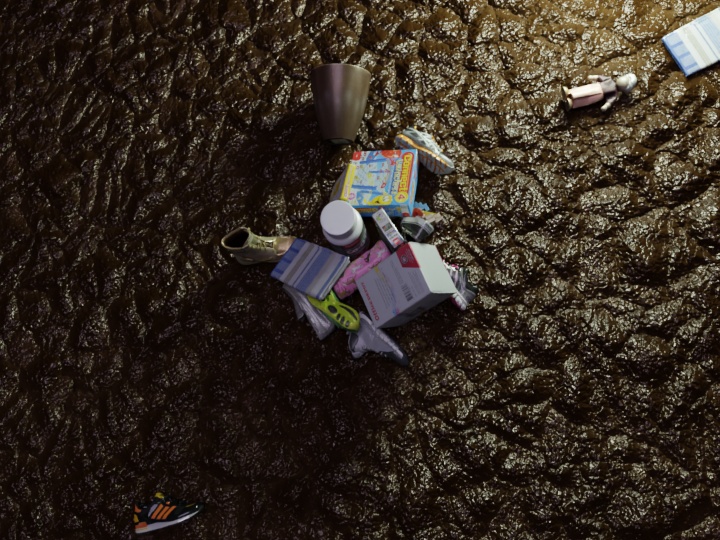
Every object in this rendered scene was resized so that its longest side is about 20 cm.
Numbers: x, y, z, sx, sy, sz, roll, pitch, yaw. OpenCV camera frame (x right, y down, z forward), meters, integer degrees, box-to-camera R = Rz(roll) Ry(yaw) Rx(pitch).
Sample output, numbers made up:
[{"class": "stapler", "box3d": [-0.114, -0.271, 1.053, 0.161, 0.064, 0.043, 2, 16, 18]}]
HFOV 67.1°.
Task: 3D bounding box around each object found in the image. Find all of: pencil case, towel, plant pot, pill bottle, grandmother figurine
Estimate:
[{"class": "pencil case", "box3d": [0.000, 0.000, 1.534, 0.199, 0.087, 0.083, -35, 96, -1]}, {"class": "towel", "box3d": [-0.142, -0.007, 1.514, 0.198, 0.024, 0.148, 22, 67, 31]}, {"class": "plant pot", "box3d": [-0.062, -0.488, 1.638, 0.184, 0.187, 0.203, 1, 90, 10]}, {"class": "pill bottle", "box3d": [-0.043, -0.111, 1.508, 0.112, 0.200, 0.116, -3, 75, 10]}, {"class": "grandmother figurine", "box3d": [0.691, -0.514, 1.558, 0.197, 0.061, 0.123, -15, 82, 9]}, {"class": "towel", "box3d": [0.991, -0.657, 1.559, 0.198, 0.024, 0.148, -26, 75, 5]}]

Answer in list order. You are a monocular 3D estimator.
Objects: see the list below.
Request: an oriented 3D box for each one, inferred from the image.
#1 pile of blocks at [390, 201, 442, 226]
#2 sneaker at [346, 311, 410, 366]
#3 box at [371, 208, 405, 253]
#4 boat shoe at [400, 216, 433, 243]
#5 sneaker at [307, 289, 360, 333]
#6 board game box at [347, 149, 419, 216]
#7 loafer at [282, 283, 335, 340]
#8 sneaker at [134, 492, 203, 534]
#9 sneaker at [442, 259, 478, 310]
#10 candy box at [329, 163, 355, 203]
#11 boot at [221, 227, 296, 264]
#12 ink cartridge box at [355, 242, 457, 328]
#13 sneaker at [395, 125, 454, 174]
[{"class": "pile of blocks", "box3d": [0.141, -0.177, 1.565, 0.197, 0.062, 0.083, 9, 77, 12]}, {"class": "sneaker", "box3d": [0.037, 0.217, 1.481, 0.116, 0.075, 0.200, -47, 63, 1]}, {"class": "box", "box3d": [0.086, -0.084, 1.477, 0.035, 0.200, 0.111, -33, 72, 0]}, {"class": "boat shoe", "box3d": [0.137, -0.103, 1.479, 0.070, 0.200, 0.064, 39, 86, -7]}, {"class": "sneaker", "box3d": [-0.077, 0.107, 1.491, 0.074, 0.084, 0.200, -38, 58, -17]}, {"class": "board game box", "box3d": [0.062, -0.253, 1.567, 0.193, 0.056, 0.202, 1, 61, 18]}, {"class": "loafer", "box3d": [-0.157, 0.112, 1.539, 0.070, 0.070, 0.200, -43, 73, -12]}, {"class": "sneaker", "box3d": [-0.523, 0.641, 1.464, 0.198, 0.070, 0.091, -19, 76, 7]}, {"class": "sneaker", "box3d": [0.252, 0.009, 1.493, 0.087, 0.074, 0.201, -34, 75, -3]}, {"class": "candy box", "box3d": [-0.058, -0.221, 1.546, 0.026, 0.200, 0.104, 14, 78, -13]}, {"class": "boot", "box3d": [-0.286, -0.077, 1.566, 0.197, 0.156, 0.074, -9, 72, 5]}, {"class": "ink cartridge box", "box3d": [0.118, 0.042, 1.431, 0.199, 0.144, 0.147, -35, 69, 31]}, {"class": "sneaker", "box3d": [0.199, -0.359, 1.598, 0.199, 0.078, 0.077, 39, 71, 13]}]
